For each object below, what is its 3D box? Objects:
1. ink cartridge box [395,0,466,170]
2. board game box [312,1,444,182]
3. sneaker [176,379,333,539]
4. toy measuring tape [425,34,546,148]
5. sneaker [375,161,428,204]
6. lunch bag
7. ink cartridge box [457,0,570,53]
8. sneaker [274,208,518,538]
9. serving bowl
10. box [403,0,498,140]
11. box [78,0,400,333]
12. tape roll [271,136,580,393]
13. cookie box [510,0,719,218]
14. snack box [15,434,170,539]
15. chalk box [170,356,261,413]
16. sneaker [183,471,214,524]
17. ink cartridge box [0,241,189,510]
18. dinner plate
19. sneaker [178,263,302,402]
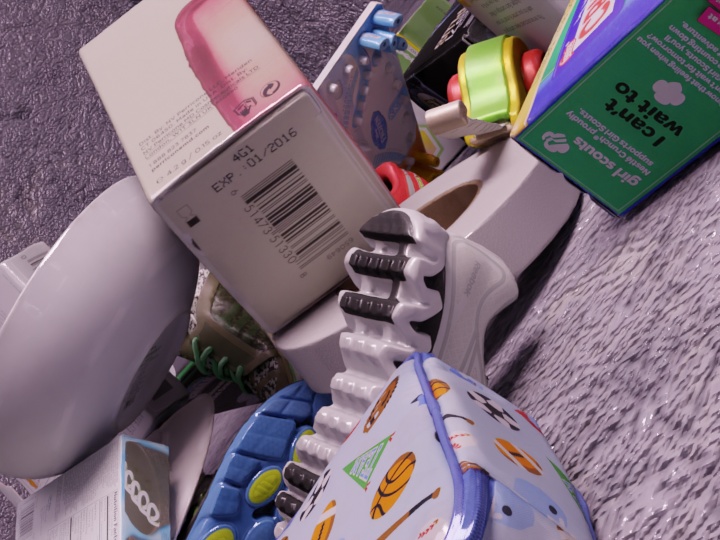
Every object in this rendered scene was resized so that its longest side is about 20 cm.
[{"bbox_3d":[0.039,-0.134,1.125,0.200,0.104,0.059,-46,12,36],"label":"ink cartridge box"},{"bbox_3d":[-0.005,-0.063,0.964,0.200,0.026,0.200,-59,-29,-24],"label":"board game box"},{"bbox_3d":[-0.074,0.148,0.767,0.200,0.071,0.083,-58,16,-8],"label":"sneaker"},{"bbox_3d":[0.077,-0.114,0.791,0.074,0.074,0.200,-50,-16,18],"label":"toy measuring tape"},{"bbox_3d":[0.000,0.000,0.893,0.077,0.085,0.200,-45,12,45],"label":"sneaker"},{"bbox_3d":[0.009,0.124,0.453,0.161,0.075,0.200,-54,8,11],"label":"lunch bag"},{"bbox_3d":[0.102,-0.209,0.806,0.083,0.200,0.146,-51,10,-3],"label":"ink cartridge box"},{"bbox_3d":[0.019,0.076,0.600,0.075,0.081,0.201,22,94,58],"label":"sneaker"},{"bbox_3d":[-0.153,0.046,0.777,0.201,0.066,0.200,-59,-6,-10],"label":"serving bowl"},{"bbox_3d":[0.135,-0.209,0.983,0.200,0.086,0.164,-55,10,-12],"label":"box"},{"bbox_3d":[-0.074,-0.082,0.775,0.109,0.128,0.200,-37,41,3],"label":"box"},{"bbox_3d":[0.037,-0.006,0.745,0.203,0.037,0.203,-38,12,9],"label":"tape roll"},{"bbox_3d":[0.174,-0.144,0.597,0.200,0.075,0.171,-45,14,46],"label":"cookie box"},{"bbox_3d":[-0.152,0.207,0.714,0.116,0.037,0.201,-33,49,36],"label":"snack box"},{"bbox_3d":[-0.139,0.042,1.022,0.199,0.124,0.124,-8,-28,-45],"label":"chalk box"},{"bbox_3d":[-0.117,0.177,0.911,0.100,0.075,0.200,-44,19,11],"label":"sneaker"},{"bbox_3d":[-0.229,0.101,0.955,0.050,0.162,0.200,-36,-13,-47],"label":"ink cartridge box"},{"bbox_3d":[-0.149,0.167,0.820,0.200,0.024,0.200,-54,17,24],"label":"dinner plate"},{"bbox_3d":[-0.093,0.055,0.910,0.088,0.200,0.077,-23,-33,-8],"label":"sneaker"}]
